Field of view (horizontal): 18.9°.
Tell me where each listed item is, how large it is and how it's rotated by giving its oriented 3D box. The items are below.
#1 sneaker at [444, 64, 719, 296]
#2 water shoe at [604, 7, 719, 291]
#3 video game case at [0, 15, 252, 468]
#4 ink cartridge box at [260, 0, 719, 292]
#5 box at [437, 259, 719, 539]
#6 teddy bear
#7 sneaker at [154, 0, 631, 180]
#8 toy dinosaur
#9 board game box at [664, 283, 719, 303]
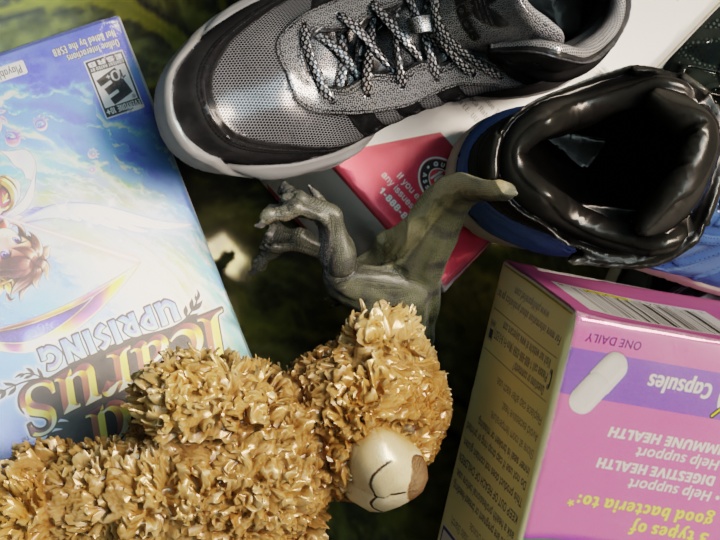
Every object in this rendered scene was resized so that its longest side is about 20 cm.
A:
[{"bbox_3d":[0.138,-0.031,0.842,0.198,0.111,0.078,9,87,-7],"label":"sneaker"},{"bbox_3d":[0.164,-0.036,0.984,0.071,0.079,0.202,20,75,-17],"label":"water shoe"},{"bbox_3d":[-0.154,0.016,0.856,0.199,0.045,0.183,-22,90,-23],"label":"video game case"},{"bbox_3d":[0.040,-0.105,0.946,0.145,0.083,0.200,48,69,-7],"label":"ink cartridge box"},{"bbox_3d":[0.128,0.115,0.866,0.174,0.097,0.202,11,100,-15],"label":"box"},{"bbox_3d":[-0.051,0.087,0.821,0.198,0.067,0.146,-7,115,-20],"label":"teddy bear"},{"bbox_3d":[0.021,-0.093,0.831,0.198,0.114,0.076,-17,88,-20],"label":"sneaker"},{"bbox_3d":[0.000,0.000,0.873,0.088,0.201,0.048,27,55,3],"label":"toy dinosaur"},{"bbox_3d":[0.163,0.059,0.927,0.199,0.032,0.121,-29,111,-5],"label":"board game box"}]
